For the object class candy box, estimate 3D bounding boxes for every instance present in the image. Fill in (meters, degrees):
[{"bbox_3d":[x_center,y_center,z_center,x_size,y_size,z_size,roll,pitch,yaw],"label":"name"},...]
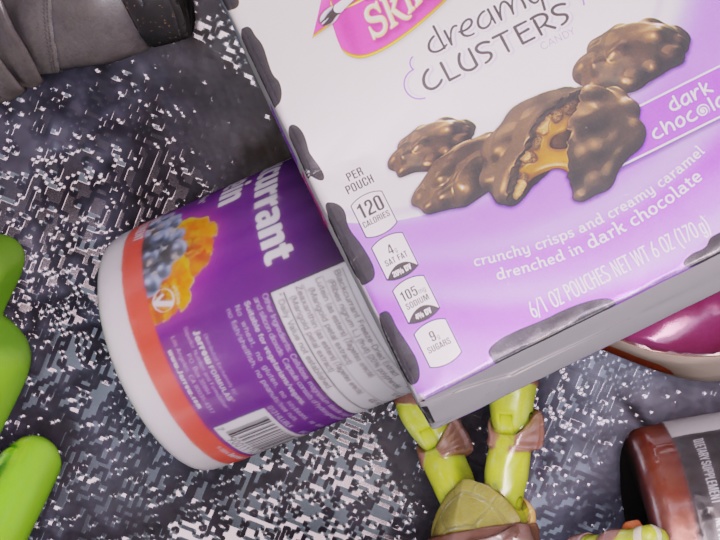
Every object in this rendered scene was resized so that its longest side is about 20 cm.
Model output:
[{"bbox_3d":[0.055,-0.069,0.726,0.168,0.072,0.200,-27,74,1],"label":"candy box"}]

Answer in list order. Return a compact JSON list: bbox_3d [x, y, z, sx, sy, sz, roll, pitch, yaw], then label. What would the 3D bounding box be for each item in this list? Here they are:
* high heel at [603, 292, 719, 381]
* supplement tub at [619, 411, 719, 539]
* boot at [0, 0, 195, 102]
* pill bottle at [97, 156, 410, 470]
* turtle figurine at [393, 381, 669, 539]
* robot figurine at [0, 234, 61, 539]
[{"bbox_3d":[0.169,0.004,0.850,0.200,0.067,0.096,15,84,24],"label":"high heel"},{"bbox_3d":[0.222,0.105,0.866,0.200,0.107,0.107,-10,99,-1],"label":"supplement tub"},{"bbox_3d":[-0.163,-0.169,0.833,0.131,0.070,0.200,-18,95,6],"label":"boot"},{"bbox_3d":[0.000,0.000,0.819,0.200,0.111,0.112,-23,99,15],"label":"pill bottle"},{"bbox_3d":[0.049,0.114,0.858,0.064,0.200,0.162,2,75,-43],"label":"turtle figurine"},{"bbox_3d":[-0.218,0.067,0.841,0.175,0.116,0.200,25,98,-4],"label":"robot figurine"}]
